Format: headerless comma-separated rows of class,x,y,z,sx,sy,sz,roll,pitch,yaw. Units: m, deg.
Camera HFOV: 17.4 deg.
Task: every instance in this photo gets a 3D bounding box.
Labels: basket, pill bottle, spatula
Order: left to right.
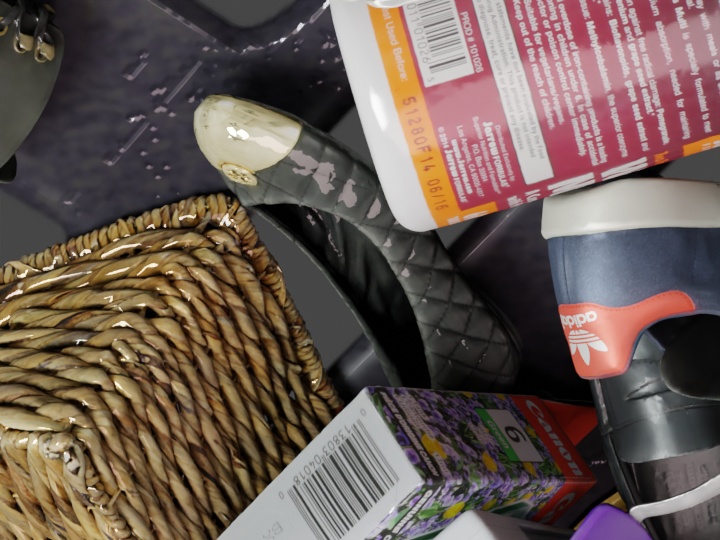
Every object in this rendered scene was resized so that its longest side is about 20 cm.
basket,-0.102,0.083,1.000,0.142,0.149,0.201,2,135,33
pill bottle,0.095,-0.092,0.864,0.199,0.110,0.110,-16,127,5
spatula,0.143,0.082,0.945,0.200,0.021,0.056,-41,139,8

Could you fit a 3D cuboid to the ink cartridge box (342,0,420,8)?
ink cartridge box,0.043,-0.201,0.759,0.145,0.085,0.201,-11,128,1

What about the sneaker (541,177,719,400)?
sneaker,0.158,0.008,0.932,0.199,0.075,0.085,-2,87,-28

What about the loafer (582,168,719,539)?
loafer,0.132,0.054,0.988,0.068,0.070,0.202,-13,113,5

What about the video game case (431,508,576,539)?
video game case,0.006,0.174,0.976,0.200,0.023,0.182,-42,159,10

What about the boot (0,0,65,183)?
boot,-0.149,-0.122,0.842,0.138,0.078,0.200,18,136,-25

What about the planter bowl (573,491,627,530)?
planter bowl,0.184,0.183,1.098,0.199,0.084,0.201,-4,127,-5

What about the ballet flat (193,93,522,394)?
ballet flat,0.000,0.000,0.944,0.200,0.066,0.057,46,69,-34

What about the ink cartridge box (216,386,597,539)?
ink cartridge box,0.035,0.103,0.977,0.109,0.050,0.200,-46,152,23
